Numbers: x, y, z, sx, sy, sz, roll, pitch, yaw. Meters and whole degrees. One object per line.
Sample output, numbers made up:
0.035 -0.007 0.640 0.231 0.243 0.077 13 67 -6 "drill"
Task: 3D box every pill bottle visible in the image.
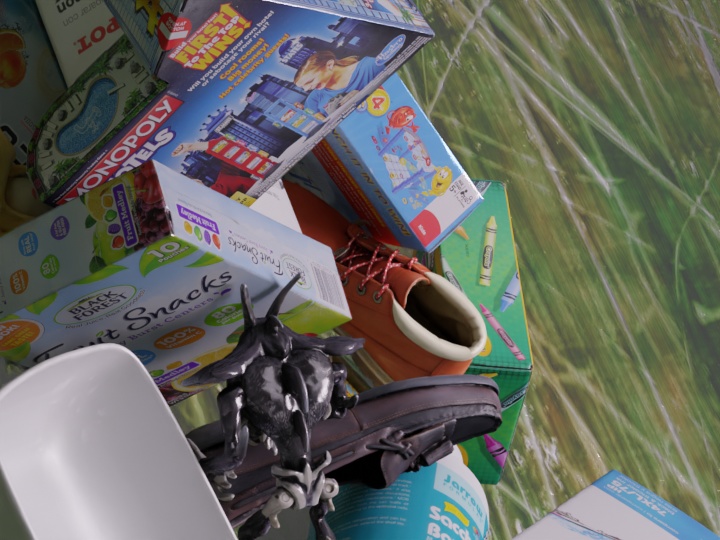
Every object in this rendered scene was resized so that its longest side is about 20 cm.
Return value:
0.020 0.178 1.669 0.111 0.111 0.200 52 26 -25 "pill bottle"

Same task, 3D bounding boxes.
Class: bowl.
-0.138 0.148 1.391 0.200 0.075 0.200 62 19 1 "bowl"

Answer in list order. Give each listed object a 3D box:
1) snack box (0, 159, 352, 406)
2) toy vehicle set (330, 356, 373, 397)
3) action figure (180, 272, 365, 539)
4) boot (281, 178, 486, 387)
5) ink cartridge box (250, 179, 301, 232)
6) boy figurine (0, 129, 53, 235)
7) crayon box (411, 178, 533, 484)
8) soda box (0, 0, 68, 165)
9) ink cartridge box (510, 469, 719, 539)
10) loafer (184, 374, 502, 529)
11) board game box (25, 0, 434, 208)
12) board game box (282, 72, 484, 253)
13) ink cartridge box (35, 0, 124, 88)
-0.115 0.013 1.521 0.200 0.142 0.053 28 40 -58 "snack box"
0.024 0.154 1.847 0.200 0.027 0.124 48 25 -34 "toy vehicle set"
-0.052 0.103 1.518 0.119 0.102 0.200 -12 95 -36 "action figure"
0.000 0.000 1.821 0.200 0.107 0.075 41 66 -4 "boot"
-0.116 -0.067 1.701 0.145 0.084 0.200 22 43 -64 "ink cartridge box"
-0.223 -0.071 1.486 0.200 0.064 0.124 50 20 -23 "boy figurine"
0.075 0.041 1.983 0.200 0.058 0.119 -95 -167 -47 "crayon box"
-0.178 -0.082 1.607 0.068 0.064 0.200 12 52 -65 "soda box"
0.154 0.246 1.766 0.146 0.147 0.200 34 22 16 "ink cartridge box"
-0.007 0.112 1.622 0.072 0.200 0.063 104 -28 -58 "loafer"
-0.089 -0.110 1.493 0.062 0.200 0.200 55 15 29 "board game box"
-0.034 -0.112 1.851 0.200 0.056 0.196 54 -18 -22 "board game box"
-0.125 -0.210 1.601 0.084 0.144 0.200 20 44 -61 "ink cartridge box"
